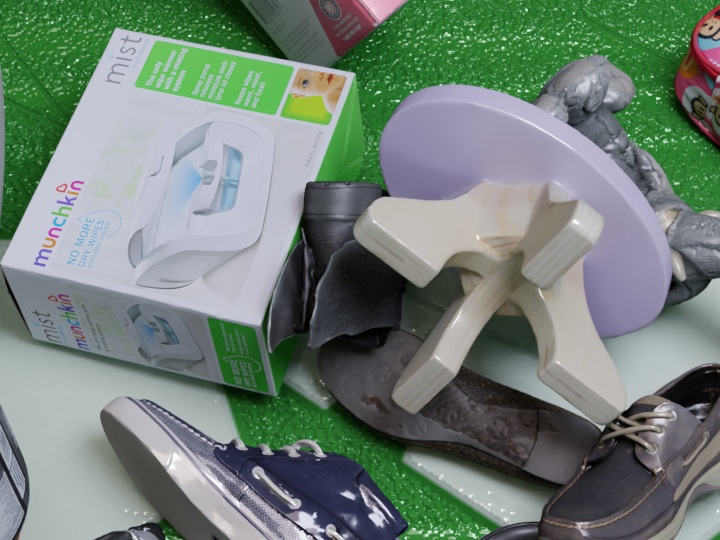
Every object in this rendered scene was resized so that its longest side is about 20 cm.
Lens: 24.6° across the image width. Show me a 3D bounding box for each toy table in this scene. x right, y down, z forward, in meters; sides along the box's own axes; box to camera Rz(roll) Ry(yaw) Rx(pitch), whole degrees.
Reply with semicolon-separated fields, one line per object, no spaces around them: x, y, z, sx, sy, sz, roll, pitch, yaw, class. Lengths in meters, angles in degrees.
0.085;-0.005;0.962;0.199;0.184;0.117;28;41;0;toy table

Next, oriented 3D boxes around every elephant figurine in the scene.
0.165;-0.025;1.063;0.141;0.155;0.200;-41;96;14;elephant figurine

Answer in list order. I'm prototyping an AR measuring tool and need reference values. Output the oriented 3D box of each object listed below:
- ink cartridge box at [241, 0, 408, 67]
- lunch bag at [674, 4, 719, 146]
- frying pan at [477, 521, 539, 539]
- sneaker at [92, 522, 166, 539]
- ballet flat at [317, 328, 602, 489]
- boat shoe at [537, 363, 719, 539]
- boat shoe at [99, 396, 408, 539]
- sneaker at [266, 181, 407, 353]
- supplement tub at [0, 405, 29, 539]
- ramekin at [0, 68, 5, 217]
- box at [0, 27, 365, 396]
-0.050;-0.246;1.130;0.083;0.146;0.200;-42;97;-21;ink cartridge box
0.338;-0.123;1.142;0.176;0.082;0.200;-33;66;-22;lunch bag
0.133;0.223;0.971;0.190;0.031;0.115;39;69;23;frying pan
-0.107;0.202;0.958;0.198;0.075;0.116;6;58;5;sneaker
0.065;0.088;1.043;0.199;0.046;0.068;19;85;18;ballet flat
0.163;0.107;0.965;0.074;0.074;0.200;4;19;37;boat shoe
-0.062;0.131;1.006;0.200;0.075;0.093;43;62;14;boat shoe
0.003;0.000;1.039;0.060;0.199;0.105;-1;87;25;sneaker
-0.257;0.109;0.938;0.121;0.200;0.123;0;60;0;supplement tub
-0.283;-0.060;1.044;0.097;0.200;0.201;3;59;-6;ramekin
-0.109;-0.041;1.077;0.175;0.097;0.201;13;59;12;box
